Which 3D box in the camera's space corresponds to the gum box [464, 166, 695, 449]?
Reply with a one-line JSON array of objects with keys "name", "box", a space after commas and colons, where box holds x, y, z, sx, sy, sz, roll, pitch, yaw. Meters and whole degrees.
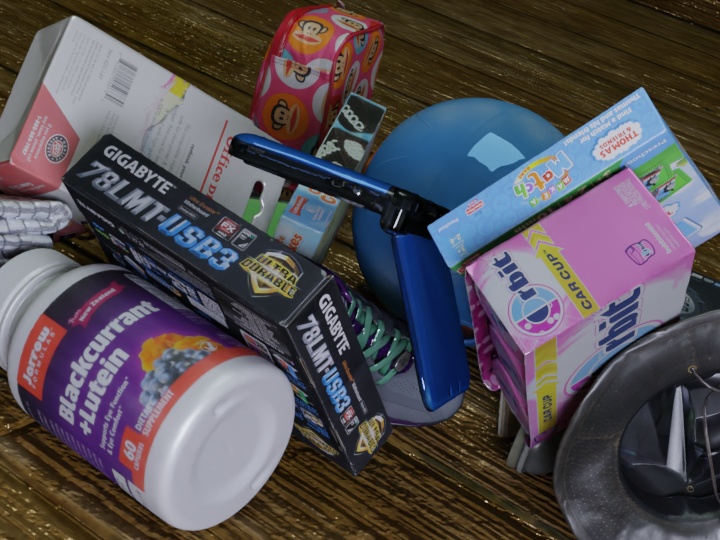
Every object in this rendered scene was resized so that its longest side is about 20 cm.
[{"name": "gum box", "box": [0.133, 0.032, 0.853, 0.113, 0.200, 0.066, -31, 66, -6]}]

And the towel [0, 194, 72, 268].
[{"name": "towel", "box": [-0.317, -0.011, 0.924, 0.199, 0.086, 0.165, -2, 8, -45]}]

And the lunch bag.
[{"name": "lunch bag", "box": [-0.039, -0.149, 1.300, 0.082, 0.201, 0.176, 22, 21, 14]}]

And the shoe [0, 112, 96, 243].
[{"name": "shoe", "box": [-0.200, -0.048, 1.055, 0.200, 0.091, 0.071, 34, -22, -14]}]

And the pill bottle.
[{"name": "pill bottle", "box": [-0.146, 0.064, 0.852, 0.200, 0.112, 0.111, 29, 26, 32]}]

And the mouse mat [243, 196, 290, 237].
[{"name": "mouse mat", "box": [-0.101, 0.001, 1.099, 0.160, 0.008, 0.200, 6, 39, -21]}]

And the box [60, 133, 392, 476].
[{"name": "box", "box": [-0.082, 0.026, 0.888, 0.200, 0.199, 0.050, 31, 69, 30]}]

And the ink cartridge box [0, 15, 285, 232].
[{"name": "ink cartridge box", "box": [-0.156, -0.079, 0.990, 0.200, 0.117, 0.067, 29, -19, -31]}]

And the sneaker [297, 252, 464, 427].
[{"name": "sneaker", "box": [-0.009, 0.047, 0.952, 0.200, 0.075, 0.088, 32, -10, -8]}]

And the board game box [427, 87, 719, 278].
[{"name": "board game box", "box": [0.148, -0.029, 0.886, 0.200, 0.151, 0.037, 28, 32, -61]}]

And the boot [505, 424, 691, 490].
[{"name": "boot", "box": [0.222, 0.144, 0.968, 0.200, 0.073, 0.182, 35, 31, 25]}]

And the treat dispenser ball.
[{"name": "treat dispenser ball", "box": [0.092, -0.039, 1.120, 0.200, 0.202, 0.201, 12, 22, -5]}]

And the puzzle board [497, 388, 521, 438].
[{"name": "puzzle board", "box": [0.171, 0.036, 1.067, 0.017, 0.152, 0.200, 13, 16, 40]}]

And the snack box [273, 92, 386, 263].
[{"name": "snack box", "box": [-0.035, -0.044, 1.086, 0.037, 0.116, 0.200, 23, 36, 1]}]

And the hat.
[{"name": "hat", "box": [0.213, 0.100, 0.887, 0.200, 0.201, 0.081, 10, 19, -12]}]

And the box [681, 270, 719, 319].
[{"name": "box", "box": [0.253, 0.026, 1.276, 0.199, 0.044, 0.160, 25, 24, 23]}]

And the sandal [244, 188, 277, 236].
[{"name": "sandal", "box": [-0.128, -0.055, 1.209, 0.075, 0.048, 0.201, -3, 36, -32]}]

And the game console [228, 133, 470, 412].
[{"name": "game console", "box": [0.000, 0.000, 0.890, 0.170, 0.119, 0.200, 20, 2, 10]}]
